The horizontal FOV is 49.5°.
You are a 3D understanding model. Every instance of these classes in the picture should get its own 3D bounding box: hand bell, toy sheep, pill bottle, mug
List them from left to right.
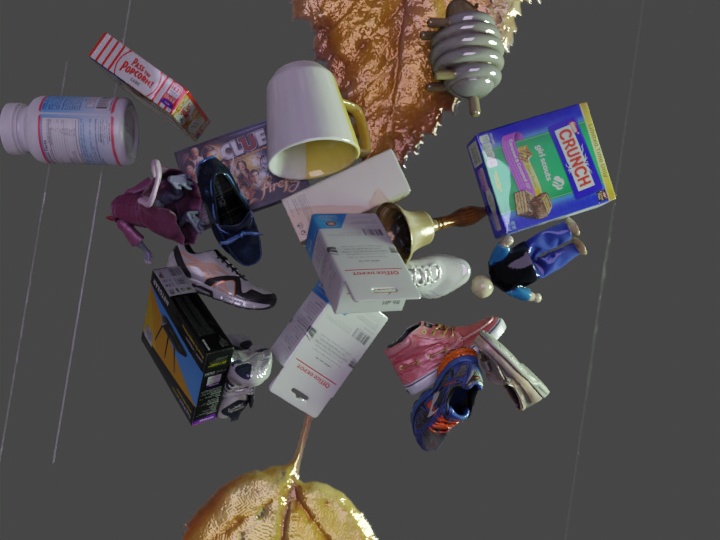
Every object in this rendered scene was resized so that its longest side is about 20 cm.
[{"bbox_3d":[-0.470,-0.227,1.267,0.197,0.109,0.110,2,88,-1],"label":"pill bottle"},{"bbox_3d":[-0.081,-0.240,1.258,0.148,0.186,0.155,-15,74,14],"label":"mug"},{"bbox_3d":[0.130,-0.076,1.279,0.198,0.104,0.106,-14,89,-32],"label":"hand bell"},{"bbox_3d":[0.171,-0.348,1.278,0.136,0.138,0.203,-5,85,-2],"label":"toy sheep"}]

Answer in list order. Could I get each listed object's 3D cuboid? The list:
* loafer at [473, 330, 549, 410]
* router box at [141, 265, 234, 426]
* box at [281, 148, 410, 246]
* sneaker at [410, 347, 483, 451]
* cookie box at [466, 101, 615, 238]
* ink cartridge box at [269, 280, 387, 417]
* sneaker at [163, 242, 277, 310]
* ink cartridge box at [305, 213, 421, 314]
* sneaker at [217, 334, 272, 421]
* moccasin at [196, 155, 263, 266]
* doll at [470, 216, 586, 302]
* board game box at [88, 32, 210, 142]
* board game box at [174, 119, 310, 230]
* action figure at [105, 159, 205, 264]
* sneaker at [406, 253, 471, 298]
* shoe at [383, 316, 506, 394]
[{"bbox_3d":[0.235,0.169,1.257,0.063,0.072,0.200,-46,128,6],"label":"loafer"},{"bbox_3d":[-0.271,0.113,1.205,0.051,0.200,0.150,-10,133,-36],"label":"router box"},{"bbox_3d":[-0.024,-0.118,1.284,0.198,0.095,0.079,-25,88,-1],"label":"box"},{"bbox_3d":[0.138,0.220,1.252,0.074,0.079,0.202,6,123,-21],"label":"sneaker"},{"bbox_3d":[0.299,-0.165,1.297,0.197,0.075,0.173,-17,88,-7],"label":"cookie box"},{"bbox_3d":[-0.063,0.120,1.258,0.116,0.067,0.201,38,87,-34],"label":"ink cartridge box"},{"bbox_3d":[-0.229,0.010,1.285,0.198,0.074,0.081,19,86,-1],"label":"sneaker"},{"bbox_3d":[0.000,0.000,1.177,0.114,0.201,0.067,-1,131,-24],"label":"ink cartridge box"},{"bbox_3d":[-0.189,0.184,1.229,0.079,0.199,0.132,-3,100,-28],"label":"sneaker"},{"bbox_3d":[-0.210,-0.082,1.245,0.080,0.068,0.201,-33,127,-11],"label":"moccasin"},{"bbox_3d":[0.277,-0.007,1.306,0.198,0.049,0.138,-26,114,2],"label":"doll"},{"bbox_3d":[-0.324,-0.281,1.227,0.151,0.200,0.047,35,87,-1],"label":"board game box"},{"bbox_3d":[-0.196,-0.164,1.309,0.198,0.035,0.137,-20,89,-2],"label":"board game box"},{"bbox_3d":[-0.346,-0.090,1.247,0.198,0.148,0.136,-1,77,31],"label":"action figure"},{"bbox_3d":[0.087,0.014,1.286,0.197,0.087,0.076,-8,89,-3],"label":"sneaker"},{"bbox_3d":[0.138,0.114,1.291,0.199,0.071,0.092,-34,95,2],"label":"shoe"}]
